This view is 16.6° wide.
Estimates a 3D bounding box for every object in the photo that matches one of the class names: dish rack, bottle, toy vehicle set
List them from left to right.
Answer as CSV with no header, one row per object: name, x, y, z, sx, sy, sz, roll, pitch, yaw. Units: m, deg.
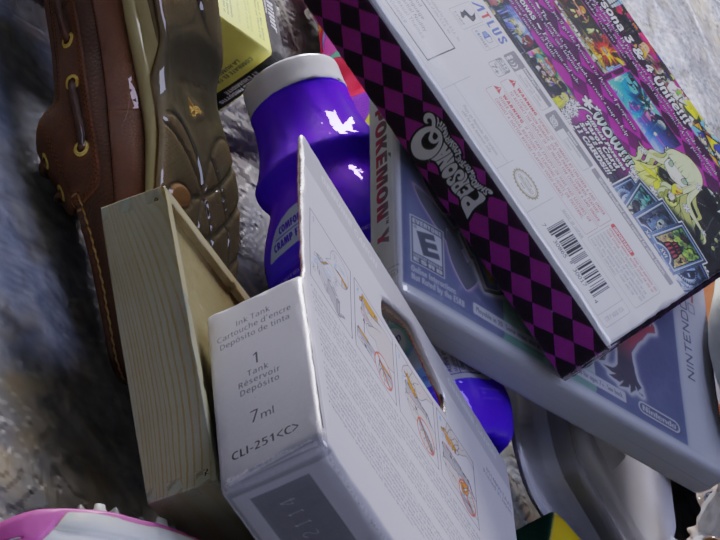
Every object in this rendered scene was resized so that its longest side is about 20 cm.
toy vehicle set,-0.038,0.072,0.935,0.200,0.026,0.125,56,17,-54
bottle,0.000,0.000,1.092,0.065,0.083,0.201,10,54,-52
dish rack,0.117,0.069,1.192,0.200,0.043,0.173,58,23,-50

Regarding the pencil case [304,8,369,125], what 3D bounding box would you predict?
pencil case,0.016,-0.088,1.224,0.088,0.088,0.201,36,33,-37

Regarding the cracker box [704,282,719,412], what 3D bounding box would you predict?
cracker box,0.200,0.071,1.322,0.200,0.057,0.135,64,11,-55

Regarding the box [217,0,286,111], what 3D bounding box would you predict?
box,-0.117,-0.149,1.087,0.200,0.050,0.076,32,36,-43

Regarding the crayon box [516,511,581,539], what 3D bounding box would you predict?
crayon box,0.111,0.233,1.064,0.200,0.058,0.173,51,28,-18

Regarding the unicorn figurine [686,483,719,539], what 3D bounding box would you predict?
unicorn figurine,0.170,0.159,1.120,0.137,0.073,0.202,43,31,-68

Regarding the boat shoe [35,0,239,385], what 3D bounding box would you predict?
boat shoe,-0.093,-0.046,1.000,0.072,0.067,0.202,26,57,-63

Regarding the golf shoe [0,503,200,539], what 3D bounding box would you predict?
golf shoe,-0.054,0.153,0.844,0.200,0.075,0.092,39,35,-32

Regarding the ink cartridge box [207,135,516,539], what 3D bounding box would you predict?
ink cartridge box,0.008,0.078,0.923,0.201,0.044,0.177,58,15,-35

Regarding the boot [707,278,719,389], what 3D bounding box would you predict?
boot,0.239,0.011,1.146,0.073,0.144,0.201,51,28,-29

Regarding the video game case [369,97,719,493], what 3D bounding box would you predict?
video game case,0.083,-0.015,1.108,0.199,0.023,0.183,29,41,-30

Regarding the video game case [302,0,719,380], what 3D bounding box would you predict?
video game case,0.086,-0.067,1.100,0.201,0.036,0.181,55,37,5
